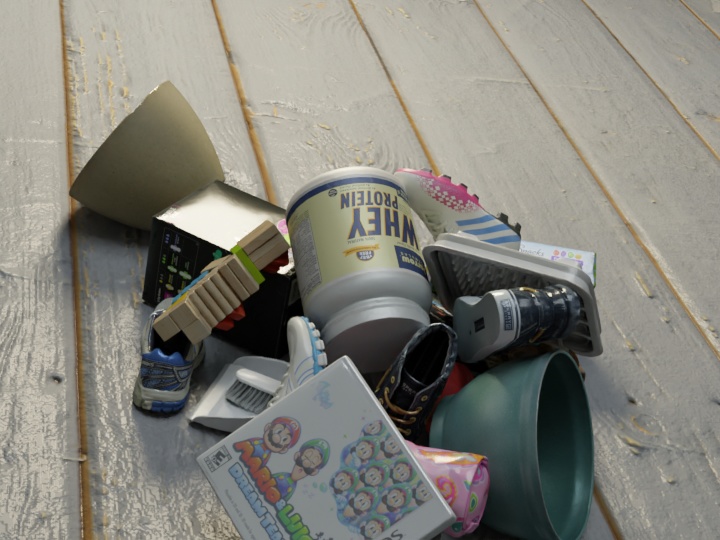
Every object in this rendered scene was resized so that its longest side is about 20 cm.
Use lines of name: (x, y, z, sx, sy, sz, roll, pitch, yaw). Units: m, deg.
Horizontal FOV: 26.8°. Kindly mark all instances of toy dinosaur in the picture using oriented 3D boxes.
toy dinosaur: (0.210, 0.102, 1.719, 0.200, 0.060, 0.106, 16, 10, -27)

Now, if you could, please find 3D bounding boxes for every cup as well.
cup: (-0.264, -0.129, 1.993, 0.143, 0.200, 0.200, 41, 30, -4)

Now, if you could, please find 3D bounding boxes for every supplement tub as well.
supplement tub: (0.000, 0.000, 1.702, 0.145, 0.145, 0.200, 0, 57, -21)

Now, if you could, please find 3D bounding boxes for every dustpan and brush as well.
dustpan and brush: (-0.074, 0.143, 1.682, 0.200, 0.057, 0.140, 18, 29, 8)

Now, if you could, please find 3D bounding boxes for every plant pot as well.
plant pot: (0.153, 0.187, 1.585, 0.134, 0.200, 0.200, -5, 22, 24)

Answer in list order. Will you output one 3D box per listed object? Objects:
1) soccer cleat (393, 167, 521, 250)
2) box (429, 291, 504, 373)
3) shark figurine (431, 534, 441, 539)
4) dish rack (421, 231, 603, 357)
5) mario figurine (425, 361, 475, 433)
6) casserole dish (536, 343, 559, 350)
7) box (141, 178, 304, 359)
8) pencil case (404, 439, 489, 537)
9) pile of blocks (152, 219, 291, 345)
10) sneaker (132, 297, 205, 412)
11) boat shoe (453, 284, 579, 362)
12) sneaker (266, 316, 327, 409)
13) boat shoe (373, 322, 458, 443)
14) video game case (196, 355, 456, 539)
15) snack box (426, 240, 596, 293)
soccer cleat: (0.113, -0.051, 1.796, 0.200, 0.086, 0.070, 29, -15, -31)
box: (0.087, 0.063, 1.816, 0.159, 0.046, 0.200, 19, 10, -39)
shark figurine: (0.065, 0.299, 1.435, 0.128, 0.090, 0.214, -4, 31, -24)
dish rack: (0.176, 0.020, 1.680, 0.200, 0.172, 0.044, 15, 65, 23)
mario figurine: (0.147, 0.168, 1.734, 0.200, 0.123, 0.106, 8, 70, -24)
casserole dish: (0.193, 0.068, 1.853, 0.121, 0.039, 0.200, 35, -2, 22)
box: (-0.142, -0.003, 1.851, 0.200, 0.124, 0.149, 24, 31, 21)
pencil case: (0.026, 0.203, 1.493, 0.200, 0.087, 0.087, 10, 27, 17)
pile of blocks: (-0.149, 0.024, 1.696, 0.200, 0.062, 0.082, -43, 14, -28)
sneaker: (-0.211, 0.076, 1.723, 0.077, 0.085, 0.200, 8, 28, -8)
boat shoe: (0.162, 0.057, 1.600, 0.091, 0.071, 0.200, -4, -5, -12)
sneaker: (-0.072, 0.143, 1.603, 0.087, 0.075, 0.200, -6, 66, -6)
boat shoe: (0.039, 0.142, 1.581, 0.071, 0.200, 0.091, 27, -9, 5)
video game case: (-0.036, 0.209, 1.448, 0.182, 0.024, 0.200, -35, 63, 0)
snack box: (0.187, 0.011, 1.934, 0.200, 0.142, 0.053, 9, 63, -4)
